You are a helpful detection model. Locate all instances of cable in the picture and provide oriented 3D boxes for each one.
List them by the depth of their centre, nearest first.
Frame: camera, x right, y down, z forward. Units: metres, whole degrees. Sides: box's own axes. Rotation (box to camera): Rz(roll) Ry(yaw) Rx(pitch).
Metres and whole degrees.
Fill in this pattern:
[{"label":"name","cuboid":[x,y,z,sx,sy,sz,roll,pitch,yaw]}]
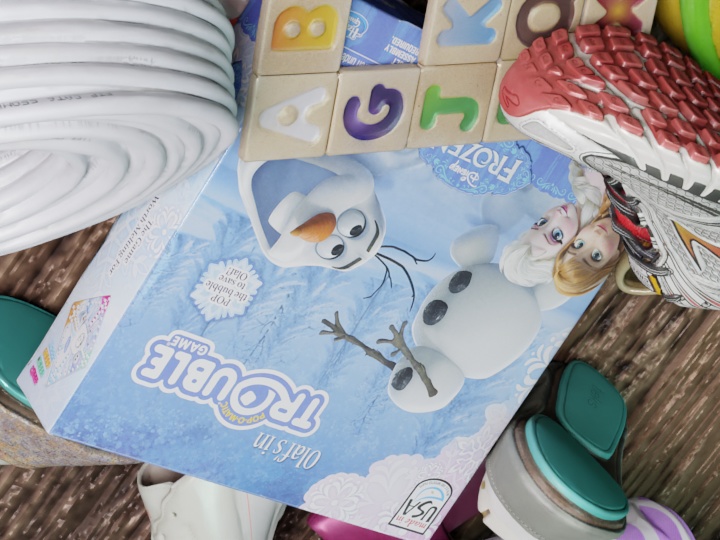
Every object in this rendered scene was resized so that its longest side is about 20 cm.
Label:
[{"label":"cable","cuboid":[-0.137,-0.050,0.693,0.200,0.069,0.200,-15,168,-5]}]

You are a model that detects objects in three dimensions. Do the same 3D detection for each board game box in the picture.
[{"label":"board game box","cuboid":[0.000,0.000,0.821,0.200,0.043,0.199,21,109,-39]}]

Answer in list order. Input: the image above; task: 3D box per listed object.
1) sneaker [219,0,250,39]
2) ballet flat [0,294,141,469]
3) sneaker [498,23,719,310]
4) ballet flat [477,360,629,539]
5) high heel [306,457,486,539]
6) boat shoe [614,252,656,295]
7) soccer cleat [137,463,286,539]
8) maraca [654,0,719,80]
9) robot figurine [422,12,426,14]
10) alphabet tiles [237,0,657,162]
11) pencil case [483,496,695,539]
[{"label":"sneaker","cuboid":[-0.091,-0.146,0.747,0.200,0.074,0.087,23,97,-44]},{"label":"ballet flat","cuboid":[-0.169,0.038,0.829,0.200,0.068,0.067,32,121,-34]},{"label":"sneaker","cuboid":[0.125,-0.024,0.796,0.200,0.078,0.082,27,119,-35]},{"label":"ballet flat","cuboid":[0.083,0.093,0.929,0.067,0.200,0.064,43,105,0]},{"label":"high heel","cuboid":[0.031,0.172,1.017,0.096,0.067,0.200,-25,116,-22]},{"label":"boat shoe","cuboid":[0.194,-0.032,0.896,0.200,0.076,0.072,-29,107,41]},{"label":"soccer cleat","cuboid":[-0.070,0.118,0.930,0.078,0.069,0.200,10,108,-28]},{"label":"maraca","cuboid":[0.174,-0.140,0.860,0.200,0.107,0.137,11,100,-63]},{"label":"robot figurine","cuboid":[0.029,-0.047,0.876,0.200,0.058,0.145,-21,128,-17]},{"label":"alphabet tiles","cuboid":[0.046,-0.133,0.729,0.167,0.008,0.200,-7,122,-28]},{"label":"pencil case","cuboid":[0.063,0.163,0.941,0.200,0.084,0.086,-13,81,-26]}]
